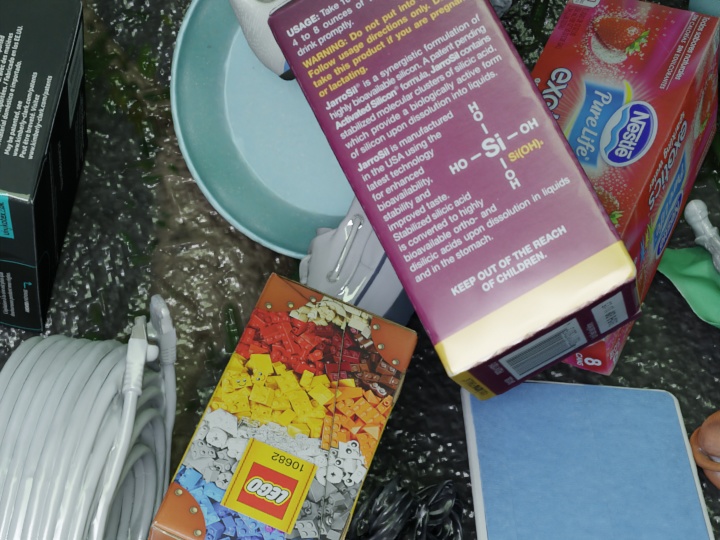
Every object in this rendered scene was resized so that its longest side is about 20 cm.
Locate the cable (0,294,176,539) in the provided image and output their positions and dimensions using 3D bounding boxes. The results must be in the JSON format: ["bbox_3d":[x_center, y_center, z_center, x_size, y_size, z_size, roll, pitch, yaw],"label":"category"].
[{"bbox_3d":[-0.142,0.131,0.791,0.068,0.201,0.202,12,53,4],"label":"cable"}]

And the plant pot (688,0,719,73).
[{"bbox_3d":[0.299,-0.174,1.034,0.160,0.202,0.201,28,61,21],"label":"plant pot"}]

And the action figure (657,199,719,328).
[{"bbox_3d":[0.249,0.022,0.950,0.117,0.055,0.201,-19,38,-6],"label":"action figure"}]

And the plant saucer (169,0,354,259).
[{"bbox_3d":[-0.012,-0.106,0.987,0.197,0.036,0.203,1,95,9],"label":"plant saucer"}]

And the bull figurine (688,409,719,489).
[{"bbox_3d":[0.285,0.082,0.952,0.198,0.066,0.121,-26,36,-13],"label":"bull figurine"}]

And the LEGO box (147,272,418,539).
[{"bbox_3d":[-0.049,0.126,0.796,0.076,0.201,0.150,22,49,2],"label":"LEGO box"}]

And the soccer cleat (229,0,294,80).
[{"bbox_3d":[0.012,-0.184,0.915,0.199,0.070,0.087,-35,105,14],"label":"soccer cleat"}]

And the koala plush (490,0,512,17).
[{"bbox_3d":[0.086,-0.237,1.054,0.178,0.183,0.199,55,42,3],"label":"koala plush"}]

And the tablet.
[{"bbox_3d":[0.123,0.129,0.896,0.128,0.014,0.201,4,38,-5],"label":"tablet"}]

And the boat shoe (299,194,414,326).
[{"bbox_3d":[0.000,0.000,0.939,0.065,0.074,0.201,28,81,15],"label":"boat shoe"}]

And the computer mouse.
[{"bbox_3d":[0.008,0.199,0.804,0.052,0.138,0.203,2,82,16],"label":"computer mouse"}]

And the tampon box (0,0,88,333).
[{"bbox_3d":[-0.257,-0.071,0.908,0.197,0.150,0.128,11,61,-3],"label":"tampon box"}]

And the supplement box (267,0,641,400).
[{"bbox_3d":[0.050,-0.050,0.837,0.102,0.131,0.202,-29,78,6],"label":"supplement box"}]

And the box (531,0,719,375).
[{"bbox_3d":[0.135,-0.055,0.979,0.094,0.100,0.201,16,59,22],"label":"box"}]
